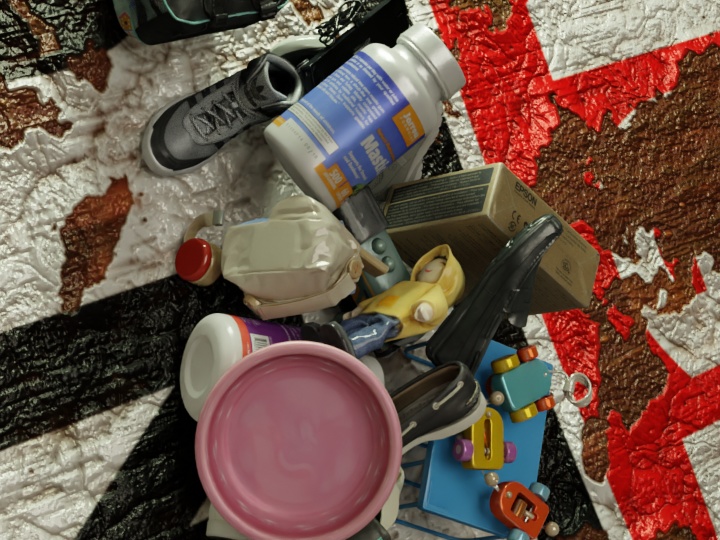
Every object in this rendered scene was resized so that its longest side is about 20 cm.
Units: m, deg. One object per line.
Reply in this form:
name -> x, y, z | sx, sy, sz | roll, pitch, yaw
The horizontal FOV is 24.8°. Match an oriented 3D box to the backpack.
backpack -> -0.184, -0.345, 1.712 | 0.175, 0.153, 0.202 | -19, 98, -37

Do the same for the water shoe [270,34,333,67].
water shoe -> -0.012, -0.202, 1.838 | 0.199, 0.071, 0.080 | 17, 68, -29

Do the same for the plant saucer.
plant saucer -> -0.060, 0.167, 1.588 | 0.199, 0.051, 0.203 | 0, 94, -2

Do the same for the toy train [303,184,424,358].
toy train -> 0.000, 0.000, 1.771 | 0.085, 0.114, 0.201 | -30, 95, -34

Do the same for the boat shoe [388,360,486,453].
boat shoe -> 0.030, 0.157, 1.664 | 0.199, 0.074, 0.061 | -25, 125, 4

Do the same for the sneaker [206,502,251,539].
sneaker -> -0.060, 0.248, 1.694 | 0.199, 0.073, 0.085 | 15, 73, -28

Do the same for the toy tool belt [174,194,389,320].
toy tool belt -> -0.080, -0.003, 1.694 | 0.123, 0.199, 0.126 | 26, 62, -51

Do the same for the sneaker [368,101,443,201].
sneaker -> 0.035, -0.154, 1.801 | 0.081, 0.201, 0.075 | -4, 37, -23

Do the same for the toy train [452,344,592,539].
toy train -> 0.163, 0.181, 1.724 | 0.150, 0.055, 0.201 | 35, 65, -22

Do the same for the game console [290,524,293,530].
game console -> -0.074, 0.383, 1.631 | 0.200, 0.175, 0.117 | 47, 30, -15

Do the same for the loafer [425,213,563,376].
loafer -> 0.148, 0.030, 1.695 | 0.070, 0.068, 0.201 | 38, 102, 3

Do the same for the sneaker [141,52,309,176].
sneaker -> -0.137, -0.172, 1.724 | 0.200, 0.114, 0.076 | -36, 98, -34

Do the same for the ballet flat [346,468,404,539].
ballet flat -> 0.011, 0.229, 1.691 | 0.068, 0.068, 0.201 | 57, 17, -28

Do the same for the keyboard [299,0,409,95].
keyboard -> -0.013, -0.246, 1.785 | 0.200, 0.039, 0.105 | -45, 137, -44

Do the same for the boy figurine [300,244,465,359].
boy figurine -> 0.039, 0.038, 1.664 | 0.199, 0.124, 0.065 | -31, 106, -31

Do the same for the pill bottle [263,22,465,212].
pill bottle -> 0.008, -0.161, 1.688 | 0.200, 0.112, 0.112 | -39, 101, -5

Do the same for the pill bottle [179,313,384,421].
pill bottle -> -0.079, 0.113, 1.693 | 0.199, 0.112, 0.114 | 12, 72, -31

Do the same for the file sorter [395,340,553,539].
file sorter -> 0.108, 0.186, 1.790 | 0.138, 0.122, 0.202 | 22, 67, -26

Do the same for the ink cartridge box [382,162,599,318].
ink cartridge box -> 0.142, -0.027, 1.812 | 0.200, 0.164, 0.076 | 39, 57, -38
